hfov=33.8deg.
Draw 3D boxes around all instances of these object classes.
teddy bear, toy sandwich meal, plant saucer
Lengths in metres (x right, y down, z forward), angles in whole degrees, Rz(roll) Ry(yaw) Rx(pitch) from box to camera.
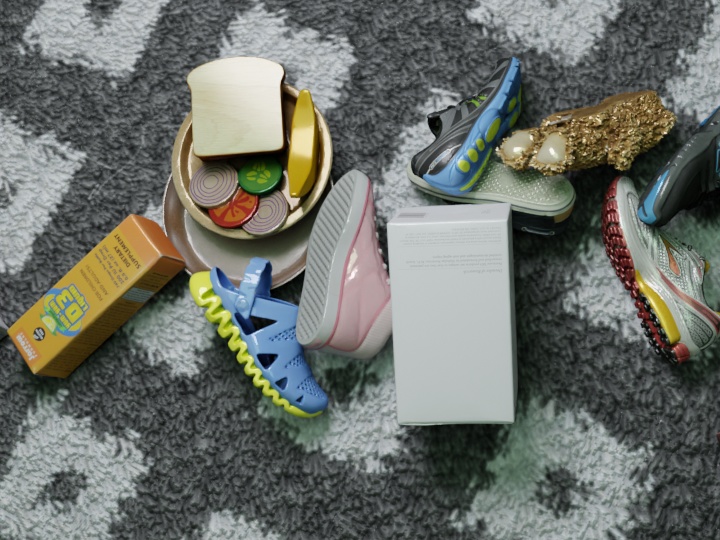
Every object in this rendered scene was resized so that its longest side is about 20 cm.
[{"bbox_3d":[0.237,-0.133,1.237,0.144,0.199,0.067,-1,108,40],"label":"teddy bear"},{"bbox_3d":[-0.123,-0.137,1.295,0.203,0.070,0.207,-2,77,9],"label":"toy sandwich meal"},{"bbox_3d":[-0.124,-0.069,1.332,0.198,0.032,0.202,-2,77,10],"label":"plant saucer"}]

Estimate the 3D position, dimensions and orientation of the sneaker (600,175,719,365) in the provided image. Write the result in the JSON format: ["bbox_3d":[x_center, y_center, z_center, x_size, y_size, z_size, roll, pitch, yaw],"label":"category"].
[{"bbox_3d":[0.311,-0.007,1.229,0.081,0.078,0.202,-23,81,-5],"label":"sneaker"}]

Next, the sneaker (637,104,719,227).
[{"bbox_3d":[0.357,-0.100,1.207,0.082,0.073,0.200,45,60,5],"label":"sneaker"}]

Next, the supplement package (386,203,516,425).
[{"bbox_3d":[0.095,0.041,1.189,0.118,0.121,0.202,-2,100,9],"label":"supplement package"}]

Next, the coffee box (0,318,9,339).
[{"bbox_3d":[-0.546,0.036,1.292,0.200,0.198,0.200,-40,73,-3],"label":"coffee box"}]

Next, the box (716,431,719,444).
[{"bbox_3d":[0.415,0.235,1.134,0.074,0.100,0.202,-18,75,5],"label":"box"}]

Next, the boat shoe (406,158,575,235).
[{"bbox_3d":[0.137,-0.083,1.272,0.198,0.063,0.075,17,55,28],"label":"boat shoe"}]

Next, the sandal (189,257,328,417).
[{"bbox_3d":[-0.095,0.066,1.256,0.087,0.079,0.201,-37,89,7],"label":"sandal"}]

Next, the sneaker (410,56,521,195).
[{"bbox_3d":[0.116,-0.164,1.264,0.082,0.071,0.200,19,55,24],"label":"sneaker"}]

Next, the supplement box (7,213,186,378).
[{"bbox_3d":[-0.291,0.030,1.305,0.200,0.069,0.067,-43,73,10],"label":"supplement box"}]

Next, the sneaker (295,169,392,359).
[{"bbox_3d":[0.000,0.000,1.268,0.104,0.075,0.202,22,69,-29],"label":"sneaker"}]
